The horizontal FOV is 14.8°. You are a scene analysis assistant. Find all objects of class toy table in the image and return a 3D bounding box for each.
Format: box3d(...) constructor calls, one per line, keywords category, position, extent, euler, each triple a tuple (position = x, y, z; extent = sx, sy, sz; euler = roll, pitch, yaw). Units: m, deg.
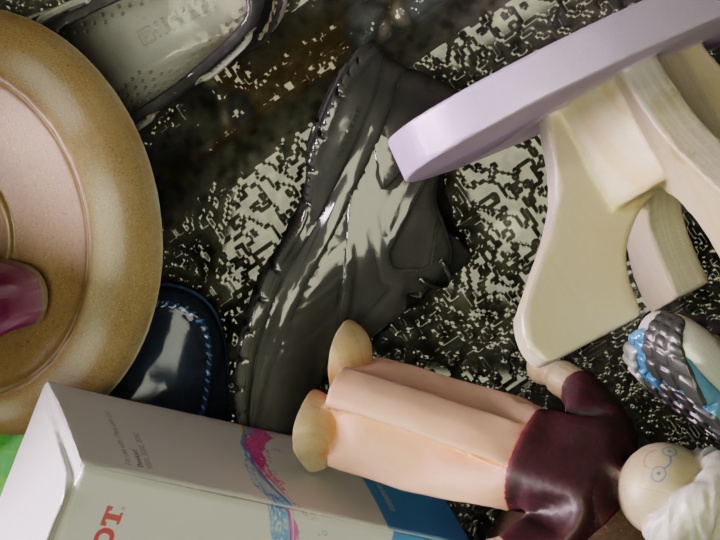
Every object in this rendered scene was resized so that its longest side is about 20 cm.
box3d(category="toy table", position=(0.126, -0.047, 1.211), extent=(0.199, 0.184, 0.118), euler=(-27, 85, 0))

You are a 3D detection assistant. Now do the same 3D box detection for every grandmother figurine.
box3d(category="grandmother figurine", position=(0.072, 0.083, 1.208), extent=(0.199, 0.061, 0.122), euler=(12, 66, 21))

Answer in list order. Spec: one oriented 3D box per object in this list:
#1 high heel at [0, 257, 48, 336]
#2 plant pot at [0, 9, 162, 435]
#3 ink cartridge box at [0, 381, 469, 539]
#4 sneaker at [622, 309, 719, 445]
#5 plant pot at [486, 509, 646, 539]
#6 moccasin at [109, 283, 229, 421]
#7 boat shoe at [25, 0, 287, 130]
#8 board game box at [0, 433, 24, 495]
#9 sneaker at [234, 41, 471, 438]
box3d(category="high heel", position=(-0.245, 0.015, 1.256), extent=(0.199, 0.096, 0.068), euler=(10, 105, 30))
box3d(category="plant pot", position=(-0.180, -0.020, 1.282), extent=(0.199, 0.027, 0.201), euler=(7, 104, 31))
box3d(category="ink cartridge box", position=(-0.071, 0.147, 1.266), extent=(0.199, 0.085, 0.145), euler=(14, 112, -26))
box3d(category="sneaker", position=(0.191, 0.051, 1.232), extent=(0.087, 0.200, 0.075), euler=(-52, 46, 3))
box3d(category="plant pot", position=(0.104, 0.195, 1.264), extent=(0.186, 0.187, 0.201), euler=(9, 86, 7))
box3d(category="moccasin", position=(-0.109, 0.108, 1.322), extent=(0.080, 0.068, 0.201), euler=(15, 103, 5))
box3d(category="boat shoe", position=(-0.126, -0.090, 1.290), extent=(0.199, 0.060, 0.074), euler=(-23, 98, 12))
box3d(category="board game box", position=(-0.188, 0.070, 1.336), extent=(0.095, 0.030, 0.201), euler=(20, 106, 22))
box3d(category="sneaker", position=(0.000, 0.000, 1.285), extent=(0.090, 0.076, 0.201), euler=(21, 106, -4))
